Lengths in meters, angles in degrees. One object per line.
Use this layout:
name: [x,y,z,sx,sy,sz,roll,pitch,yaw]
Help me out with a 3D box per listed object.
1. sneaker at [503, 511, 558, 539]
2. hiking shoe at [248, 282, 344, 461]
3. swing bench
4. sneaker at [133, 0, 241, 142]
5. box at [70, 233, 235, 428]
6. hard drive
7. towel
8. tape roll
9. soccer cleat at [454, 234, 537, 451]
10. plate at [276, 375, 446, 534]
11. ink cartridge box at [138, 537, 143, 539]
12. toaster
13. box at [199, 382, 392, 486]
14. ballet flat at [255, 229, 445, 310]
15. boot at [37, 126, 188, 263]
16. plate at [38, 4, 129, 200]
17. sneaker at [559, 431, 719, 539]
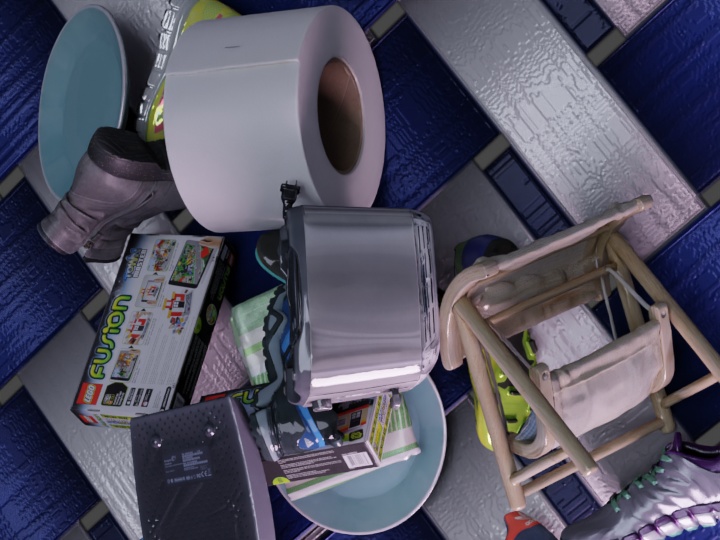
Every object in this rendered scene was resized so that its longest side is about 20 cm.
sneaker: [0.116,0.310,1.599,0.085,0.075,0.201,46,110,31]
hiking shoe: [-0.045,0.090,1.572,0.086,0.075,0.201,-5,48,13]
swing bench: [0.188,0.066,1.466,0.201,0.198,0.130,64,148,9]
sneaker: [-0.164,-0.174,1.693,0.090,0.078,0.202,17,103,12]
box: [-0.202,0.058,1.677,0.109,0.035,0.201,3,60,24]
hard drive: [-0.137,0.221,1.534,0.134,0.042,0.202,-15,81,33]
towel: [-0.036,0.105,1.651,0.152,0.023,0.201,-22,81,21]
tape roll: [-0.077,-0.139,1.588,0.138,0.202,0.205,-3,91,24]
soccer cleat: [0.121,0.066,1.597,0.083,0.064,0.202,5,99,53]
plate: [-0.005,0.155,1.664,0.199,0.026,0.202,1,92,23]
ink cartridge box: [-0.135,0.337,1.637,0.147,0.145,0.201,-31,78,-12]
toaster: [-0.004,0.021,1.481,0.128,0.114,0.202,-1,76,-9]
box: [-0.069,0.149,1.596,0.199,0.110,0.035,-13,126,21]
ballet flat: [0.000,0.000,1.584,0.068,0.199,0.068,-43,33,37]
boot: [-0.211,-0.064,1.669,0.132,0.199,0.070,-55,43,25]
plate: [-0.273,-0.166,1.721,0.200,0.025,0.202,-13,75,55]
sneaker: [0.265,0.191,1.519,0.199,0.074,0.088,-19,96,13]
